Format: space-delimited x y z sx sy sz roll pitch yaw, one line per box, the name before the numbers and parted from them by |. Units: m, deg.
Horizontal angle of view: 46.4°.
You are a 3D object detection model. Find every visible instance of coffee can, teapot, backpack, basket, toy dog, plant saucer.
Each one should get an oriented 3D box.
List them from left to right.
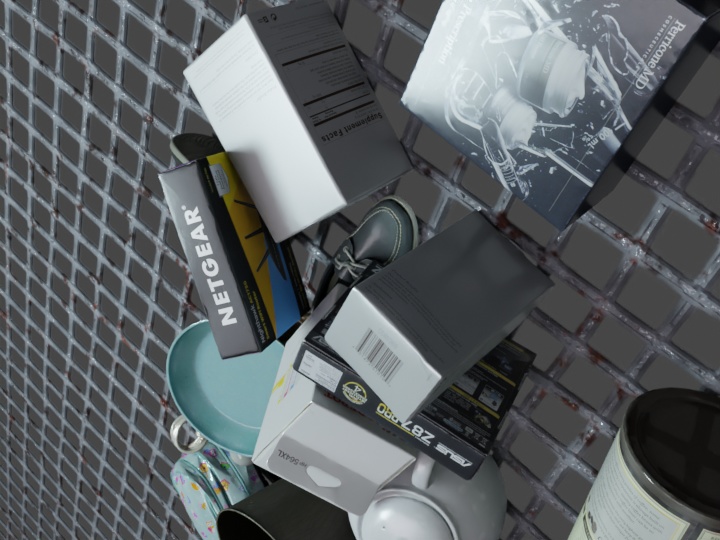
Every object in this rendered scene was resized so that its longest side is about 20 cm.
toy dog | -0.177 0.154 1.147 0.131 0.096 0.201 11 93 -5
backpack | -0.189 0.343 1.247 0.167 0.126 0.201 -30 88 50
plant saucer | -0.145 0.141 1.047 0.199 0.036 0.201 9 118 16
basket | -0.047 0.315 1.046 0.180 0.200 0.136 48 137 12
teapot | 0.064 0.269 0.930 0.197 0.146 0.201 -26 96 27
coffee can | 0.272 0.226 0.745 0.146 0.146 0.201 31 131 26

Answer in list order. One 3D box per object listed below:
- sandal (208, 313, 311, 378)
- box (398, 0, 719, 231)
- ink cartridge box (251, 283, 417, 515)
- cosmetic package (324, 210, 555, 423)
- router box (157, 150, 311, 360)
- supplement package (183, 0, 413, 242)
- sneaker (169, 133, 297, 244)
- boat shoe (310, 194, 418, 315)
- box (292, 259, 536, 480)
sandal | -0.098 0.091 1.060 0.199 0.054 0.081 -10 107 23
box | 0.156 -0.171 0.659 0.182 0.104 0.200 40 134 17
ink cartridge box | -0.017 0.142 0.888 0.128 0.200 0.125 30 128 -15
cosmetic package | 0.077 0.035 0.778 0.113 0.200 0.081 46 135 16
router box | -0.127 -0.025 0.890 0.051 0.149 0.201 -14 100 20
supplement package | -0.062 -0.152 0.856 0.121 0.120 0.201 -23 96 45
sneaker | -0.164 -0.078 1.022 0.200 0.075 0.106 38 131 18
boat shoe | 0.000 0.000 0.927 0.073 0.062 0.200 46 136 13
box | 0.057 0.089 0.827 0.199 0.161 0.049 30 132 9
